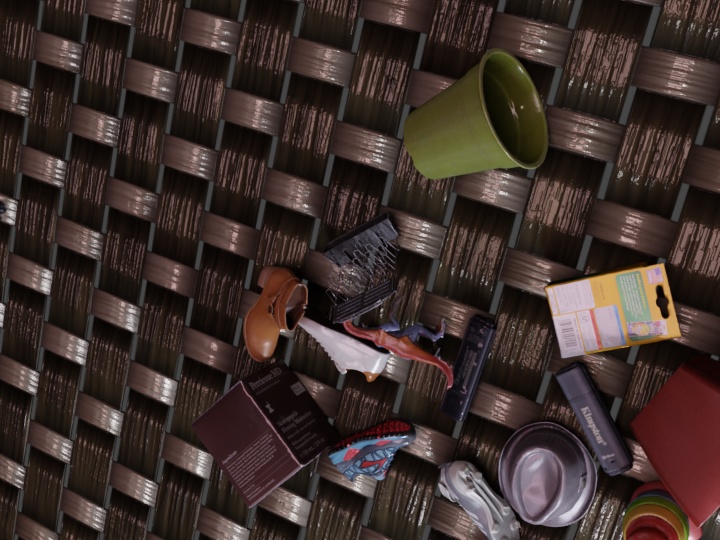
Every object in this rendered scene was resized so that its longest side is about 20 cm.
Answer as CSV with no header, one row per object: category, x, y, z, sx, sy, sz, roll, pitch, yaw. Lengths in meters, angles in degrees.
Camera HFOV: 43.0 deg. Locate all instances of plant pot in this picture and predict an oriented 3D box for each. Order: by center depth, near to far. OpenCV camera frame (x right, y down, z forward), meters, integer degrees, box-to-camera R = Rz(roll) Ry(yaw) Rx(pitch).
plant pot,0.542,0.243,1.418,0.176,0.199,0.201,45,115,24
plant pot,0.178,-0.235,1.509,0.189,0.199,0.202,-18,92,38

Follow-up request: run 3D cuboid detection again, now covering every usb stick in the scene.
usb stick,0.399,0.251,1.557,0.055,0.033,0.201,-28,87,25
usb stick,0.193,0.178,1.649,0.055,0.033,0.202,25,109,26

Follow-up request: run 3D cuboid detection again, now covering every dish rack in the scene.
dish rack,0.000,0.000,1.628,0.153,0.201,0.055,-29,123,26

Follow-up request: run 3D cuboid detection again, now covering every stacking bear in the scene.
stacking bear,0.472,0.428,1.470,0.120,0.200,0.115,-13,94,26

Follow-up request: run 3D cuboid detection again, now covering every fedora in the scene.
fedora,0.317,0.370,1.593,0.176,0.090,0.202,21,108,21

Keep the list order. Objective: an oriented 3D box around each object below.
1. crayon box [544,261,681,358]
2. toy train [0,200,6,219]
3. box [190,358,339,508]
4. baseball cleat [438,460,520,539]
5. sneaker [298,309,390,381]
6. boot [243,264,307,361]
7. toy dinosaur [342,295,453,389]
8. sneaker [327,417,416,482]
crayon box,0.419,0.064,1.511,0.198,0.051,0.127,-13,94,27
toy train,-0.873,-0.081,2.093,0.034,0.046,0.200,45,114,11
box,-0.183,0.313,1.775,0.164,0.166,0.201,-41,82,26
baseball cleat,0.215,0.427,1.674,0.201,0.070,0.106,59,150,-9
sneaker,-0.047,0.147,1.732,0.199,0.073,0.085,28,108,17
boot,-0.159,0.095,1.735,0.154,0.073,0.202,26,111,59
toy dinosaur,0.061,0.112,1.631,0.180,0.200,0.106,5,115,-20
sneaker,0.036,0.347,1.740,0.199,0.079,0.096,-26,98,35
